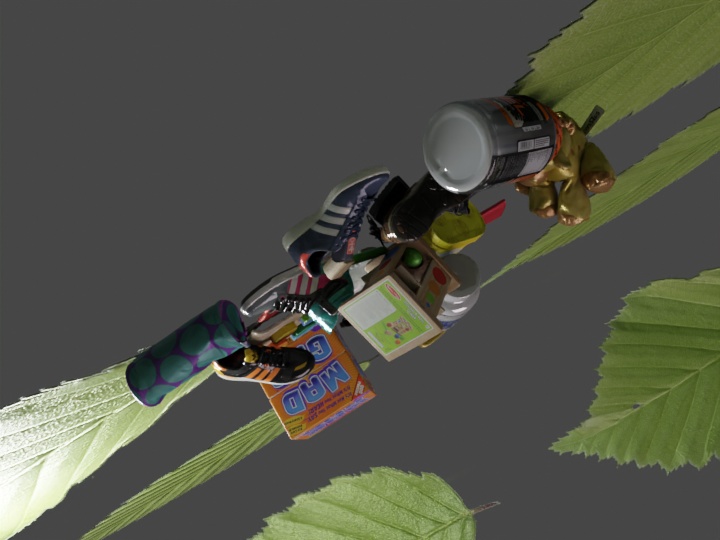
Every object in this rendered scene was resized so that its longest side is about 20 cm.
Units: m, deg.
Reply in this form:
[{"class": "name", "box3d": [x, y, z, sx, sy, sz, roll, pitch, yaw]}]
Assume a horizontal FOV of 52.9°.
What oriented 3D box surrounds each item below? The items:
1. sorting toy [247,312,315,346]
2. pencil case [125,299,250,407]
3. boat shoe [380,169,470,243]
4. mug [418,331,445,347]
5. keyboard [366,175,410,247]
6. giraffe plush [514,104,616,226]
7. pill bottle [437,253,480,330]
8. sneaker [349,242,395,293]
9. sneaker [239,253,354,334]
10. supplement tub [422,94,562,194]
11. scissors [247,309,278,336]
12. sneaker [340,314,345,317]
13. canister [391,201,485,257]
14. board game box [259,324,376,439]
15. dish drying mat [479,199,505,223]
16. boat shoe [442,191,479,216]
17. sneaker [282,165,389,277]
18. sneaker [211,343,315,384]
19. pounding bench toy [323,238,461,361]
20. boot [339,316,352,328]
[{"class": "sorting toy", "box3d": [-0.138, 0.117, 1.457, 0.199, 0.037, 0.185, -27, 168, -26]}, {"class": "pencil case", "box3d": [-0.273, 0.134, 1.152, 0.199, 0.085, 0.092, -33, 139, 6]}, {"class": "boat shoe", "box3d": [0.102, -0.112, 1.140, 0.200, 0.076, 0.074, -39, -171, -29]}, {"class": "mug", "box3d": [0.115, 0.057, 1.592, 0.153, 0.149, 0.187, -38, 142, -12]}, {"class": "keyboard", "box3d": [0.043, -0.097, 1.183, 0.104, 0.040, 0.200, -57, 163, 2]}, {"class": "giraffe plush", "box3d": [0.305, -0.180, 1.151, 0.162, 0.172, 0.201, 0, 111, -52]}, {"class": "pill bottle", "box3d": [0.159, 0.039, 1.352, 0.111, 0.111, 0.200, -28, 167, -14]}, {"class": "sneaker", "box3d": [0.000, 0.000, 1.334, 0.199, 0.077, 0.081, -20, 126, 9]}, {"class": "sneaker", "box3d": [-0.091, 0.058, 1.210, 0.199, 0.121, 0.084, -27, 165, -18]}, {"class": "supplement tub", "box3d": [0.190, -0.180, 1.007, 0.199, 0.123, 0.123, -19, 161, -45]}, {"class": "scissors", "box3d": [-0.190, 0.094, 1.350, 0.200, 0.014, 0.073, -37, 168, 21]}, {"class": "sneaker", "box3d": [-0.004, 0.063, 1.502, 0.200, 0.078, 0.086, 139, -26, -83]}, {"class": "canister", "box3d": [0.127, -0.043, 1.407, 0.148, 0.087, 0.200, -18, 162, -42]}, {"class": "board game box", "box3d": [-0.104, 0.246, 1.653, 0.199, 0.200, 0.200, -32, 166, -2]}, {"class": "dish drying mat", "box3d": [0.230, -0.094, 1.591, 0.199, 0.018, 0.077, -28, 165, -11]}, {"class": "boat shoe", "box3d": [0.172, -0.127, 1.231, 0.199, 0.066, 0.074, -40, 166, 10]}, {"class": "sneaker", "box3d": [-0.021, -0.064, 1.026, 0.200, 0.085, 0.075, -41, 163, 30]}, {"class": "sneaker", "box3d": [-0.187, 0.175, 1.376, 0.199, 0.070, 0.090, 0, 160, 1]}, {"class": "pounding bench toy", "box3d": [0.045, 0.010, 1.187, 0.124, 0.200, 0.156, -35, -165, 37]}, {"class": "boot", "box3d": [0.063, 0.078, 1.708, 0.200, 0.069, 0.174, -37, 166, 28]}]
